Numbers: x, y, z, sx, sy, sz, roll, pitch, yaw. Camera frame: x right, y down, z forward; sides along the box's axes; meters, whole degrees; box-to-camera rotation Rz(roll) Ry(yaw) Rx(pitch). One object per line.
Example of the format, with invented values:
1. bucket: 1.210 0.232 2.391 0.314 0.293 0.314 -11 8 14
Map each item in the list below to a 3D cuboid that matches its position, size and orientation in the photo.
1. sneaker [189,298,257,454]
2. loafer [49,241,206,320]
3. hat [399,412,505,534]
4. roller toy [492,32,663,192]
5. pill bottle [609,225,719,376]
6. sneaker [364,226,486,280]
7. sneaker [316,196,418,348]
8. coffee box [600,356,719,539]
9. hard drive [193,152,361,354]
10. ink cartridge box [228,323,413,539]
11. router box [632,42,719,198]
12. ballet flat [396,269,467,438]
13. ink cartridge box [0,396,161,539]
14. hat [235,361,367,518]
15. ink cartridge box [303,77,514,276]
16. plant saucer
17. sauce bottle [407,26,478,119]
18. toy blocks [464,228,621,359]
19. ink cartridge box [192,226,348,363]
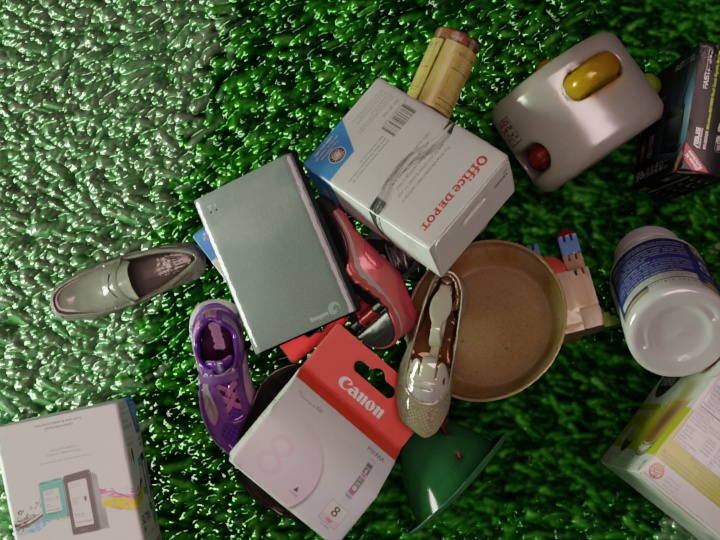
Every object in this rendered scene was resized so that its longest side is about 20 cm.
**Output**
1. sneaker: -0.166 0.134 1.458 0.080 0.088 0.201 -13 90 -6
2. loafer: -0.288 0.011 1.468 0.199 0.070 0.070 -21 88 -4
3. hat: 0.061 0.193 1.441 0.176 0.200 0.166 45 110 6
4. roller toy: 0.258 -0.196 1.449 0.182 0.200 0.140 -36 87 28
5. pill bottle: 0.362 0.027 1.426 0.119 0.200 0.120 1 117 2
6. sneaker: 0.072 -0.043 1.466 0.200 0.115 0.075 -30 88 -5
7. sneaker: 0.000 0.000 1.436 0.074 0.087 0.201 -38 78 36
8. coffee box: 0.442 0.218 1.427 0.200 0.200 0.198 38 85 1
9. hard drive: -0.098 -0.019 1.406 0.139 0.033 0.201 -24 86 20
10. ink cartridge box: -0.029 0.188 1.376 0.162 0.057 0.200 41 87 -10
11. router box: 0.396 -0.177 1.447 0.062 0.200 0.150 11 86 -3
12. ballet flat: 0.081 0.092 1.389 0.067 0.062 0.201 8 74 7
13. ink cartridge box: -0.329 0.265 1.413 0.145 0.147 0.201 -12 88 -4
14. hat: -0.050 0.212 1.436 0.200 0.081 0.201 -3 100 -19
15. ink cartridge box: 0.058 -0.109 1.396 0.200 0.084 0.145 36 78 26
16. plant saucer: 0.153 0.063 1.431 0.199 0.035 0.201 -8 68 20
17. sauce bottle: 0.084 -0.206 1.504 0.066 0.066 0.201 26 87 -1
18. toy blocks: 0.211 0.025 1.488 0.199 0.100 0.137 -15 76 4
19. ink cartridge box: -0.101 0.004 1.479 0.116 0.067 0.200 -37 89 -4
